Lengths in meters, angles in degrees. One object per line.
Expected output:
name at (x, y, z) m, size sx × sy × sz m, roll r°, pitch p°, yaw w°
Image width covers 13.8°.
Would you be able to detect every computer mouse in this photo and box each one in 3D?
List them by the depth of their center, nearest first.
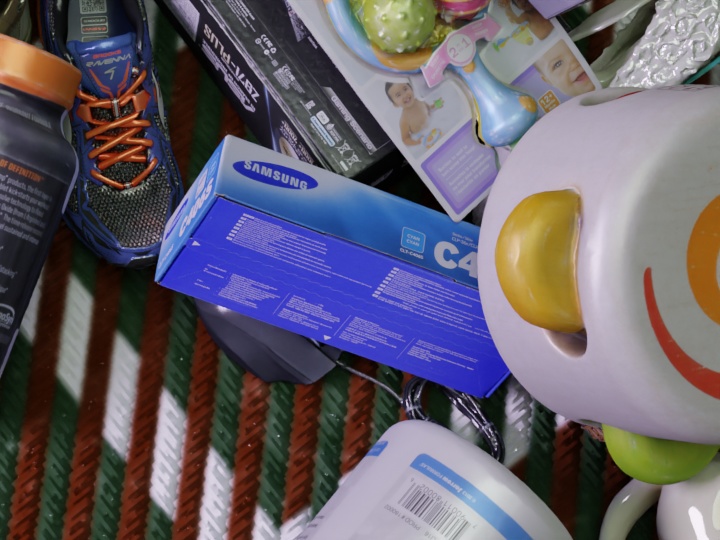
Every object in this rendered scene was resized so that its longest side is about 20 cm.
computer mouse at (-0.005, 0.052, 1.634) m, size 0.199 × 0.034 × 0.059 m, roll 31°, pitch 73°, yaw 2°

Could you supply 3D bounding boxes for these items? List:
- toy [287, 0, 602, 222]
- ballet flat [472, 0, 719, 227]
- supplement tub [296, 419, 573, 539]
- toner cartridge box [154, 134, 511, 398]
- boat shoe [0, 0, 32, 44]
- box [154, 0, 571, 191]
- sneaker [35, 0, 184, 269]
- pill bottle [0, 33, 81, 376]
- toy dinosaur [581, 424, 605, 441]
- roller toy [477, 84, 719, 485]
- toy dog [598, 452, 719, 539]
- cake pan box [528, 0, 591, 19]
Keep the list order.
toy at (0.040, -0.137, 1.546) m, size 0.115 × 0.047 × 0.200 m, roll -42°, pitch 109°, yaw -16°
ballet flat at (0.123, -0.097, 1.637) m, size 0.200 × 0.072 × 0.072 m, roll -42°, pitch 82°, yaw 15°
supplement tub at (0.009, 0.189, 1.547) m, size 0.132 × 0.132 × 0.200 m, roll 39°, pitch 75°, yaw 5°
toner cartridge box at (0.000, 0.000, 1.591) m, size 0.199 × 0.095 × 0.043 m, roll 20°, pitch 52°, yaw -15°
boat shoe at (-0.261, -0.093, 1.629) m, size 0.200 × 0.063 × 0.073 m, roll -39°, pitch 82°, yaw -15°
box at (-0.010, -0.155, 1.663) m, size 0.164 × 0.086 × 0.200 m, roll -35°, pitch 81°, yaw -14°
sneaker at (-0.143, -0.097, 1.636) m, size 0.075 × 0.078 × 0.201 m, roll -13°, pitch 76°, yaw -9°
pill bottle at (-0.214, -0.026, 1.576) m, size 0.106 × 0.106 × 0.201 m, roll 21°, pitch 85°, yaw 0°
toy dinosaur at (0.172, -0.001, 1.654) m, size 0.136 × 0.102 × 0.200 m, roll 43°, pitch 51°, yaw -8°
roller toy at (0.164, -0.006, 1.521) m, size 0.200 × 0.140 × 0.183 m, roll 46°, pitch 71°, yaw -24°
toy dog at (0.221, 0.191, 1.569) m, size 0.193 × 0.140 × 0.201 m, roll 0°, pitch 74°, yaw 7°
cake pan box at (0.062, -0.253, 1.555) m, size 0.052 × 0.184 × 0.201 m, roll -27°, pitch 49°, yaw 24°
